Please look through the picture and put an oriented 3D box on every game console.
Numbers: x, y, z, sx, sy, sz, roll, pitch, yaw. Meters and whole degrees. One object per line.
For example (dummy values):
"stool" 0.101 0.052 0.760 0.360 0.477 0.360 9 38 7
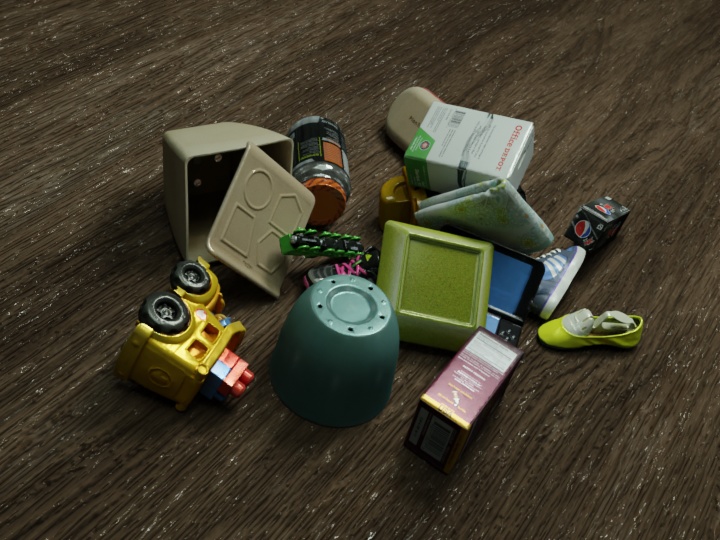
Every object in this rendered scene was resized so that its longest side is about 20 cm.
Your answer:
"game console" 0.196 0.043 1.502 0.197 0.120 0.173 22 42 6

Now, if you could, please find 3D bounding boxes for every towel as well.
"towel" 0.216 -0.081 1.550 0.171 0.198 0.049 38 53 -36

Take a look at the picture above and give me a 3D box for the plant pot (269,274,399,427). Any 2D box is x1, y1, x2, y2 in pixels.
"plant pot" -0.030 0.106 1.330 0.197 0.162 0.202 9 43 -8

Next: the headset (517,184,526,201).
"headset" 0.269 -0.114 1.665 0.094 0.123 0.202 -41 105 -46

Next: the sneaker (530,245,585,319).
"sneaker" 0.321 -0.010 1.626 0.145 0.081 0.200 32 49 10

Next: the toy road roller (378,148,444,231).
"toy road roller" 0.098 -0.150 1.678 0.143 0.124 0.202 -7 46 -8

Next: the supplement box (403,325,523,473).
"supplement box" 0.158 0.192 1.337 0.085 0.111 0.200 31 43 16

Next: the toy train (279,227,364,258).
"toy train" -0.064 -0.041 1.505 0.199 0.056 0.042 6 68 -56

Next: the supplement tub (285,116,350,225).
"supplement tub" -0.081 -0.187 1.651 0.120 0.124 0.202 6 43 -12

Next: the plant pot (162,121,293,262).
"plant pot" -0.248 -0.154 1.524 0.198 0.203 0.177 -16 37 -31

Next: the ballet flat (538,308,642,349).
"ballet flat" 0.411 0.099 1.552 0.196 0.068 0.067 3 44 -15

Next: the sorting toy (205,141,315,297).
"sorting toy" -0.164 -0.081 1.443 0.036 0.185 0.203 4 68 38

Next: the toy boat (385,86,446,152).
"toy boat" 0.149 -0.296 1.864 0.130 0.131 0.200 18 24 -53

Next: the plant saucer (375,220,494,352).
"plant saucer" 0.127 0.022 1.455 0.197 0.048 0.203 11 72 -8

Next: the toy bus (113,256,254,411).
"toy bus" -0.236 0.105 1.299 0.190 0.136 0.201 32 40 -2

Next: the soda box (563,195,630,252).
"soda box" 0.468 -0.094 1.729 0.063 0.071 0.199 35 25 20

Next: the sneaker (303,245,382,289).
"sneaker" 0.000 0.000 1.506 0.196 0.088 0.074 0 44 -18

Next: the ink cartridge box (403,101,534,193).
"ink cartridge box" 0.198 -0.208 1.576 0.197 0.084 0.148 17 59 23
